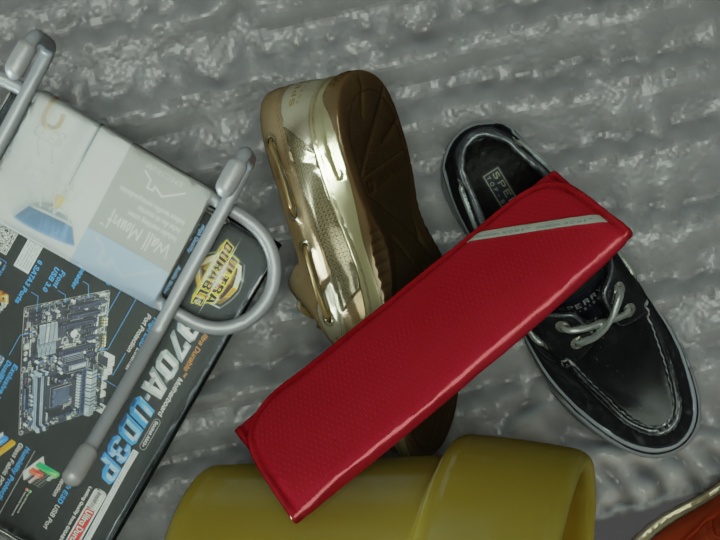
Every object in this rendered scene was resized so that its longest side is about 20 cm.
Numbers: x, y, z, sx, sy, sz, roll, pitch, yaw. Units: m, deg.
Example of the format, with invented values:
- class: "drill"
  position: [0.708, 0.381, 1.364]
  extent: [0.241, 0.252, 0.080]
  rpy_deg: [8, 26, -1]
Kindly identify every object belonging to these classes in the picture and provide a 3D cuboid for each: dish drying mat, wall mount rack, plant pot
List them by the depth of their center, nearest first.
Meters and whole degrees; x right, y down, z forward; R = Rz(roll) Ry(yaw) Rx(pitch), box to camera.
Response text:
- class: "dish drying mat"
  position: [0.031, 0.030, 0.756]
  extent: [0.199, 0.077, 0.018]
  rpy_deg: [-39, 128, -4]
- class: "wall mount rack"
  position: [-0.142, -0.008, 0.773]
  extent: [0.198, 0.075, 0.175]
  rpy_deg: [29, 91, -1]
- class: "plant pot"
  position: [0.005, 0.173, 0.781]
  extent: [0.186, 0.201, 0.204]
  rpy_deg: [7, 93, 14]

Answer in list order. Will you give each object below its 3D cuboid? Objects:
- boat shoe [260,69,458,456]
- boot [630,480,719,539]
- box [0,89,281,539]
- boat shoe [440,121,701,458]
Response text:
- class: "boat shoe"
  position: [0.000, 0.000, 0.832]
  extent: [0.064, 0.071, 0.203]
  rpy_deg: [-5, 103, 34]
- class: "boot"
  position: [0.194, 0.148, 0.817]
  extent: [0.075, 0.107, 0.200]
  rpy_deg: [44, 94, -4]
- class: "box"
  position: [-0.156, 0.033, 0.836]
  extent: [0.158, 0.046, 0.201]
  rpy_deg: [30, 92, -2]
- class: "boat shoe"
  position: [0.109, 0.012, 0.826]
  extent: [0.071, 0.068, 0.201]
  rpy_deg: [-32, 93, 1]
